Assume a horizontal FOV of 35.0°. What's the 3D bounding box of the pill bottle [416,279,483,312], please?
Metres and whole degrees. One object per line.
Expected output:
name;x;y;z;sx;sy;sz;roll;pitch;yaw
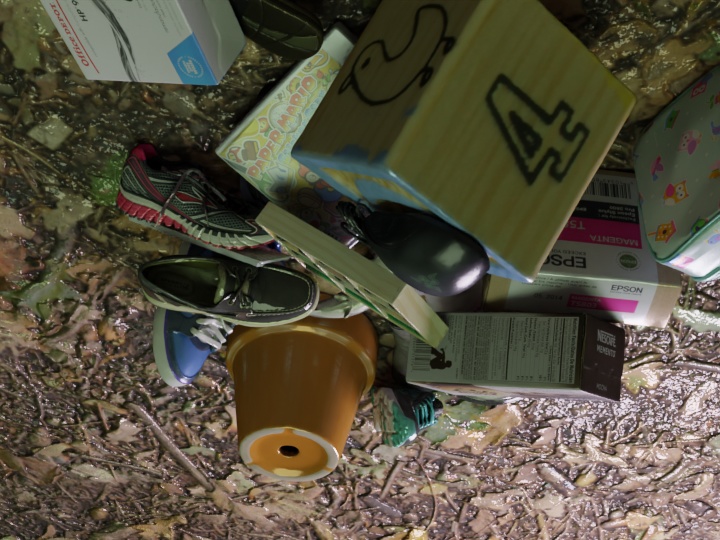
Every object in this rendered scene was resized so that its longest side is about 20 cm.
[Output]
pill bottle;0.144;0.016;1.313;0.200;0.113;0.112;23;136;-26

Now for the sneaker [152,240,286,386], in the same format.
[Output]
sneaker;-0.149;0.034;1.309;0.146;0.201;0.081;-4;151;29

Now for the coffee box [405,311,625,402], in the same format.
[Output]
coffee box;0.163;0.090;1.200;0.199;0.080;0.113;-1;167;33

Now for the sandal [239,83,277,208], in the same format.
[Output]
sandal;-0.098;-0.114;1.254;0.075;0.048;0.201;6;138;0

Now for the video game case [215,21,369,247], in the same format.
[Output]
video game case;-0.023;-0.130;1.193;0.182;0.023;0.200;40;120;-16

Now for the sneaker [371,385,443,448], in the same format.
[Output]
sneaker;0.067;0.183;1.504;0.091;0.200;0.078;-5;95;-5

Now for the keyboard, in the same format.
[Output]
keyboard;-0.173;-0.040;1.285;0.200;0.056;0.011;19;112;29

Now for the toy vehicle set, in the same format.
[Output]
toy vehicle set;-0.009;0.004;1.188;0.200;0.027;0.124;31;172;34

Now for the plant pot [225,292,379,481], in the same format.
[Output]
plant pot;-0.082;0.158;1.456;0.199;0.184;0.201;4;138;3

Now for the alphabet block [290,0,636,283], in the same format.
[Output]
alphabet block;0.092;-0.132;1.046;0.196;0.200;0.195;35;171;-31

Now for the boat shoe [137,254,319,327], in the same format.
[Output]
boat shoe;-0.147;0.020;1.249;0.200;0.072;0.066;6;173;5

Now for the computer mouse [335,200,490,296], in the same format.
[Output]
computer mouse;0.050;-0.009;1.040;0.138;0.053;0.200;34;172;-17

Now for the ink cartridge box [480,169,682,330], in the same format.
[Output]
ink cartridge box;0.232;-0.031;1.221;0.199;0.165;0.075;6;139;0

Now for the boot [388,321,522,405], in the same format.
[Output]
boot;0.132;0.106;1.458;0.199;0.068;0.131;5;141;4

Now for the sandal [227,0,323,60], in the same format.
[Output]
sandal;-0.118;-0.272;1.071;0.200;0.055;0.082;27;148;-12

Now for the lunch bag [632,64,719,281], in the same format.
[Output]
lunch bag;0.349;-0.096;1.107;0.077;0.200;0.160;26;133;-24

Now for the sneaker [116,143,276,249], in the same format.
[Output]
sneaker;-0.175;-0.077;1.255;0.199;0.081;0.075;18;109;8

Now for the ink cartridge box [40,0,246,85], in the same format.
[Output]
ink cartridge box;-0.221;-0.240;1.071;0.199;0.067;0.116;7;143;27

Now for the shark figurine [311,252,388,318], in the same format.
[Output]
shark figurine;-0.010;0.019;1.378;0.214;0.090;0.128;-23;97;19
